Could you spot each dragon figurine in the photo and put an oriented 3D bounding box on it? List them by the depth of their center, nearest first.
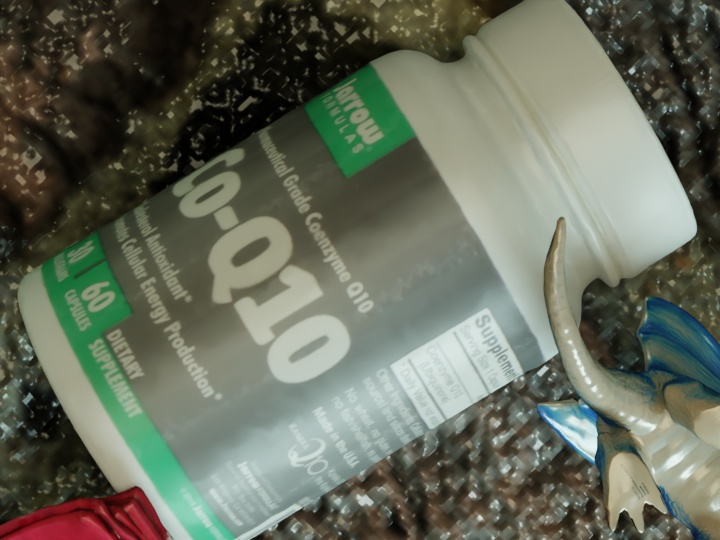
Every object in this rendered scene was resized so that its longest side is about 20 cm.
[{"bbox_3d":[0.099,0.050,0.808,0.059,0.099,0.200,-45,116,8],"label":"dragon figurine"}]

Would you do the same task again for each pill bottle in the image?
[{"bbox_3d":[0.000,0.000,0.817,0.200,0.113,0.113,-32,93,0],"label":"pill bottle"}]

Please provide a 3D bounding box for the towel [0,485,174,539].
[{"bbox_3d":[-0.075,0.166,0.818,0.144,0.022,0.200,-20,106,41],"label":"towel"}]
